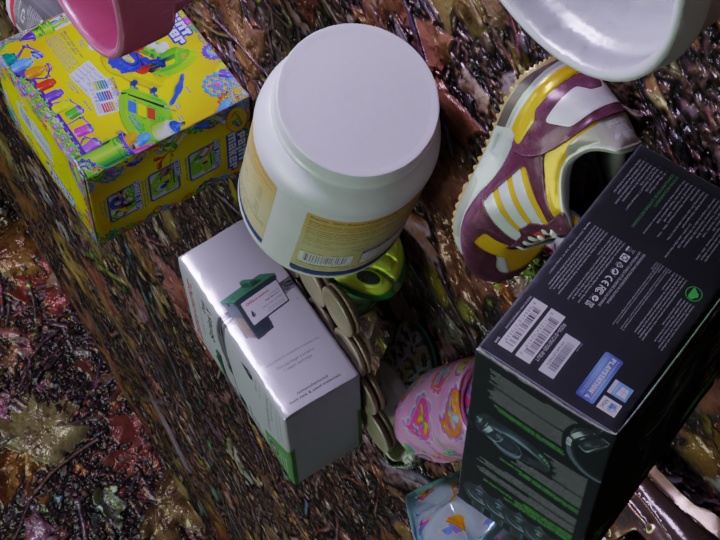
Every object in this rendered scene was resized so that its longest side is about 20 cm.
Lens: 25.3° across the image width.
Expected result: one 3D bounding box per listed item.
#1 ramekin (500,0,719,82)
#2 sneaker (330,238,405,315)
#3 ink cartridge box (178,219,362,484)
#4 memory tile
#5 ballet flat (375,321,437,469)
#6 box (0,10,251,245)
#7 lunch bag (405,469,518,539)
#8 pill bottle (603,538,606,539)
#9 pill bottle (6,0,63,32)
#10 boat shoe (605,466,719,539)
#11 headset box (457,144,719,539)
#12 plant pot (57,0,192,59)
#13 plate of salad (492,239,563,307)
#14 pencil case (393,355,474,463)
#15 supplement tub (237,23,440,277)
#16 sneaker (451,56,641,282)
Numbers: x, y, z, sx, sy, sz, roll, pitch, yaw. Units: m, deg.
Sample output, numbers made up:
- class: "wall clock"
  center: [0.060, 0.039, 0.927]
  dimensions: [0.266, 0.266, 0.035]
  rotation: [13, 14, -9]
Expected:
- class: "ramekin"
  center: [0.126, -0.201, 0.753]
  dimensions: [0.201, 0.104, 0.201]
  rotation: [52, 160, 28]
- class: "sneaker"
  center: [0.000, 0.000, 1.469]
  dimensions: [0.084, 0.074, 0.200]
  rotation: [52, 168, -18]
- class: "ink cartridge box"
  center: [-0.083, 0.074, 1.493]
  dimensions: [0.200, 0.084, 0.147]
  rotation: [53, 163, 27]
- class: "memory tile"
  center: [-0.023, 0.062, 1.470]
  dimensions: [0.153, 0.017, 0.201]
  rotation: [45, 159, 46]
- class: "ballet flat"
  center: [0.040, 0.131, 1.542]
  dimensions: [0.072, 0.072, 0.201]
  rotation: [48, 158, 34]
- class: "box"
  center: [-0.243, -0.170, 1.659]
  dimensions: [0.200, 0.192, 0.122]
  rotation: [52, 160, 26]
- class: "lunch bag"
  center: [0.123, 0.273, 1.399]
  dimensions: [0.200, 0.121, 0.172]
  rotation: [-120, 4, -80]
- class: "pill bottle"
  center: [0.202, 0.299, 1.278]
  dimensions: [0.112, 0.111, 0.201]
  rotation: [26, 141, 61]
- class: "pill bottle"
  center: [-0.320, -0.275, 1.843]
  dimensions: [0.200, 0.110, 0.111]
  rotation: [46, 157, 39]
- class: "boat shoe"
  center: [0.207, 0.182, 1.146]
  dimensions: [0.071, 0.070, 0.200]
  rotation: [51, 174, -39]
- class: "headset box"
  center: [0.145, 0.060, 0.952]
  dimensions: [0.092, 0.174, 0.201]
  rotation: [32, 152, 19]
- class: "plant pot"
  center: [-0.163, -0.295, 1.278]
  dimensions: [0.200, 0.178, 0.201]
  rotation: [52, 161, 27]
- class: "plate of salad"
  center: [0.142, 0.031, 1.148]
  dimensions: [0.200, 0.048, 0.201]
  rotation: [51, 160, 26]
- class: "pencil case"
  center: [0.092, 0.120, 1.367]
  dimensions: [0.088, 0.087, 0.200]
  rotation: [60, 163, 2]
- class: "supplement tub"
  center: [-0.017, -0.090, 1.242]
  dimensions: [0.145, 0.144, 0.200]
  rotation: [57, 161, 11]
- class: "sneaker"
  center: [0.119, -0.041, 1.028]
  dimensions: [0.090, 0.074, 0.201]
  rotation: [53, 152, 28]
